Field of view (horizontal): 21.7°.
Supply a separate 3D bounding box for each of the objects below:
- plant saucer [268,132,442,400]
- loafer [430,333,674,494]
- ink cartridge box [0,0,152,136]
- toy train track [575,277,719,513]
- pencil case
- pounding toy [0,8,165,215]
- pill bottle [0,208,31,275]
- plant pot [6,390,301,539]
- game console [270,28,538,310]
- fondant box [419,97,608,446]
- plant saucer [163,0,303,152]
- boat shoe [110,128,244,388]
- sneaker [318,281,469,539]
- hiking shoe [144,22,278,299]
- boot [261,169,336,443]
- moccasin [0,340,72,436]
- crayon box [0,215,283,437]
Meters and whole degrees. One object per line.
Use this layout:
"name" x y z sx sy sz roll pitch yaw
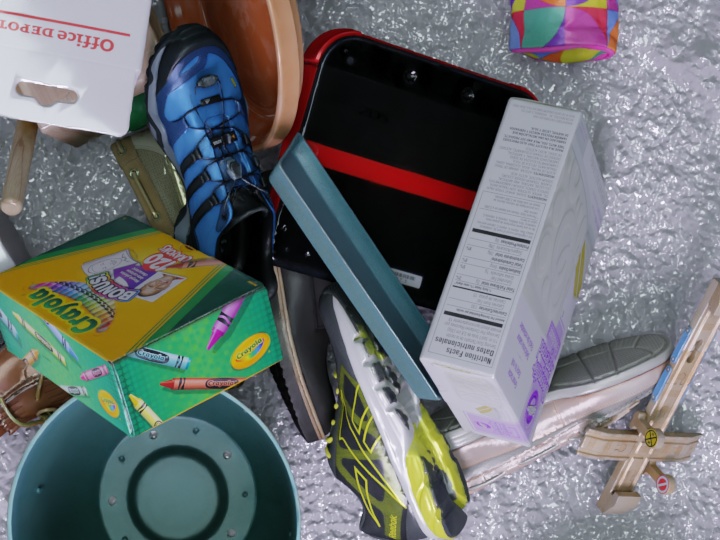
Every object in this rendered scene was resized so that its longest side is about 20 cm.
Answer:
"plant saucer" 0.000 0.000 1.302 0.019 0.070 0.201 -30 103 20
"loafer" 0.144 0.107 1.387 0.198 0.072 0.063 -21 107 7
"ink cartridge box" -0.192 -0.188 1.218 0.115 0.068 0.202 9 82 -9
"toy train track" 0.226 0.098 1.347 0.114 0.033 0.201 5 119 -35
"pencil case" 0.149 -0.252 1.377 0.087 0.088 0.202 1 88 0
"pounding toy" -0.214 -0.156 1.325 0.141 0.184 0.202 -26 90 0
"pill bottle" -0.336 0.031 1.357 0.199 0.120 0.120 -30 89 0
"plant pot" -0.138 0.171 1.334 0.198 0.161 0.203 0 89 0
"game console" 0.034 -0.069 1.364 0.198 0.031 0.179 15 90 -23
"fondant box" 0.112 0.003 1.312 0.058 0.144 0.202 14 71 21
"plant saucer" -0.090 -0.185 1.325 0.032 0.200 0.202 -19 89 -24
"boat shoe" -0.130 -0.007 1.381 0.062 0.073 0.203 -15 86 2
"sneaker" 0.004 0.108 1.339 0.084 0.074 0.202 -20 95 26
"hiking shoe" -0.089 -0.069 1.272 0.074 0.086 0.202 -26 123 -28
"boot" -0.010 0.014 1.384 0.137 0.077 0.202 -15 98 -12
"moccasin" -0.229 0.079 1.384 0.078 0.074 0.201 44 80 8
"crayon box" -0.155 0.033 1.260 0.118 0.199 0.059 -27 119 -26
